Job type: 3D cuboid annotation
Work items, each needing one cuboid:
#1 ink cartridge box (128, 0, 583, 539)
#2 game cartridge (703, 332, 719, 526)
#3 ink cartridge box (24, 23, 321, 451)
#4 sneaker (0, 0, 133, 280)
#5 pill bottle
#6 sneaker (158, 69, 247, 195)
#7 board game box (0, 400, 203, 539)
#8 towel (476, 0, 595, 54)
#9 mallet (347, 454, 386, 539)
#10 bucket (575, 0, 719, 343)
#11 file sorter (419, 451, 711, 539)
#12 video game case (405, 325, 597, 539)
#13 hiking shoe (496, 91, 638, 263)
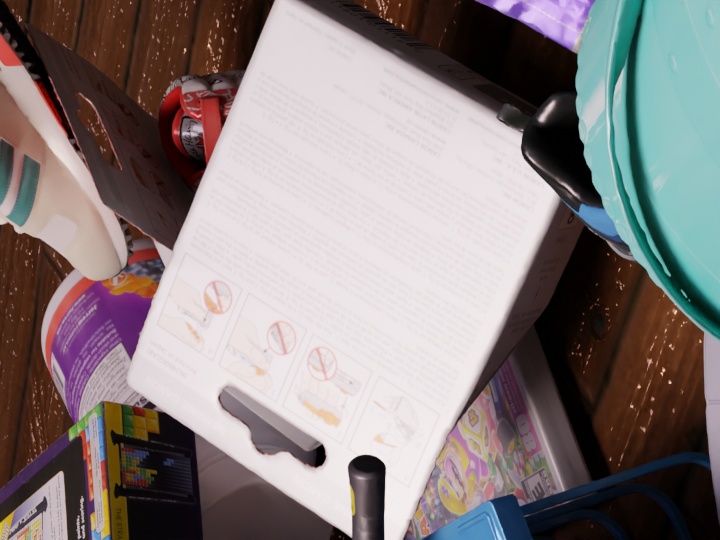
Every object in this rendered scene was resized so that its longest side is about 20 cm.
[{"bbox_3d":[0.000,0.000,1.149,0.160,0.047,0.201,31,111,23],"label":"ink cartridge box"},{"bbox_3d":[0.190,0.104,1.003,0.133,0.041,0.201,-5,98,65],"label":"game cartridge"},{"bbox_3d":[-0.093,-0.015,1.285,0.047,0.200,0.160,-42,41,12],"label":"ink cartridge box"},{"bbox_3d":[-0.186,-0.061,1.262,0.200,0.093,0.070,61,180,-41],"label":"sneaker"},{"bbox_3d":[-0.089,0.080,1.381,0.200,0.111,0.112,-124,34,-47],"label":"pill bottle"},{"bbox_3d":[-0.018,-0.059,1.224,0.201,0.107,0.068,21,120,56],"label":"sneaker"},{"bbox_3d":[-0.136,0.190,1.269,0.165,0.056,0.201,-40,48,46],"label":"board game box"},{"bbox_3d":[0.091,-0.136,0.988,0.199,0.023,0.144,31,140,6],"label":"towel"},{"bbox_3d":[0.002,0.166,1.094,0.066,0.041,0.201,-117,25,-72],"label":"mallet"},{"bbox_3d":[0.170,-0.068,0.804,0.208,0.206,0.135,68,156,15],"label":"bucket"},{"bbox_3d":[0.084,0.175,1.130,0.200,0.122,0.139,-39,68,58],"label":"file sorter"},{"bbox_3d":[0.040,0.069,1.261,0.200,0.018,0.144,-41,66,61],"label":"video game case"},{"bbox_3d":[0.140,-0.027,0.949,0.200,0.086,0.075,4,73,50],"label":"hiking shoe"}]
